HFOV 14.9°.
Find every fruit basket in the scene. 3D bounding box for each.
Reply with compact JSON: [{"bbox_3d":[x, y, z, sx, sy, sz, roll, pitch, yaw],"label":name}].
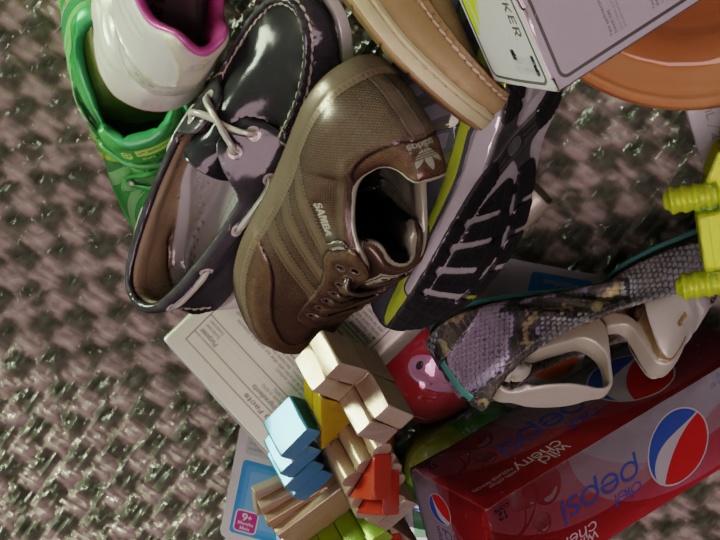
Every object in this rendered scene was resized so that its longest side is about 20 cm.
[{"bbox_3d":[0.027,0.081,1.545,0.184,0.094,0.201,12,113,-2],"label":"fruit basket"}]

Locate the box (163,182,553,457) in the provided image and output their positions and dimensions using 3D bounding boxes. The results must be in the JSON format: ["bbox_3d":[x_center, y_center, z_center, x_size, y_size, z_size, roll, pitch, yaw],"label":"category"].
[{"bbox_3d":[0.000,0.000,1.470,0.200,0.078,0.095,-43,86,7],"label":"box"}]

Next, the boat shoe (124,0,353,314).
[{"bbox_3d":[-0.064,-0.057,1.369,0.060,0.074,0.200,-12,142,-41],"label":"boat shoe"}]

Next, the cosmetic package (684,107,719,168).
[{"bbox_3d":[0.269,-0.107,1.448,0.199,0.074,0.102,-16,115,12],"label":"cosmetic package"}]

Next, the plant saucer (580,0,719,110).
[{"bbox_3d":[0.164,-0.181,1.390,0.199,0.037,0.201,1,95,10],"label":"plant saucer"}]

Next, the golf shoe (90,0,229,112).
[{"bbox_3d":[-0.103,-0.184,1.379,0.075,0.091,0.201,-13,87,-24],"label":"golf shoe"}]

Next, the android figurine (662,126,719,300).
[{"bbox_3d":[0.254,-0.029,1.393,0.199,0.041,0.183,-7,104,3],"label":"android figurine"}]

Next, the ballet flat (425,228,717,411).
[{"bbox_3d":[0.133,0.033,1.487,0.199,0.072,0.072,-17,120,-22],"label":"ballet flat"}]

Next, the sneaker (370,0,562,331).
[{"bbox_3d":[0.046,-0.066,1.396,0.081,0.074,0.201,27,100,34],"label":"sneaker"}]

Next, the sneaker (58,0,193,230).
[{"bbox_3d":[-0.115,-0.070,1.474,0.074,0.084,0.201,-19,116,11],"label":"sneaker"}]

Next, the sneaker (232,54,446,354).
[{"bbox_3d":[-0.009,-0.011,1.342,0.070,0.076,0.200,-20,147,-28],"label":"sneaker"}]

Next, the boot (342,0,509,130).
[{"bbox_3d":[0.047,-0.184,1.318,0.155,0.073,0.200,-37,85,3],"label":"boot"}]

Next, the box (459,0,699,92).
[{"bbox_3d":[0.131,-0.183,1.285,0.200,0.060,0.117,-34,112,-19],"label":"box"}]

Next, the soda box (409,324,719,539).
[{"bbox_3d":[0.128,0.100,1.503,0.200,0.070,0.064,-28,121,-27],"label":"soda box"}]

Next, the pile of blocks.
[{"bbox_3d":[-0.010,0.116,1.432,0.082,0.062,0.200,-23,144,-11],"label":"pile of blocks"}]
